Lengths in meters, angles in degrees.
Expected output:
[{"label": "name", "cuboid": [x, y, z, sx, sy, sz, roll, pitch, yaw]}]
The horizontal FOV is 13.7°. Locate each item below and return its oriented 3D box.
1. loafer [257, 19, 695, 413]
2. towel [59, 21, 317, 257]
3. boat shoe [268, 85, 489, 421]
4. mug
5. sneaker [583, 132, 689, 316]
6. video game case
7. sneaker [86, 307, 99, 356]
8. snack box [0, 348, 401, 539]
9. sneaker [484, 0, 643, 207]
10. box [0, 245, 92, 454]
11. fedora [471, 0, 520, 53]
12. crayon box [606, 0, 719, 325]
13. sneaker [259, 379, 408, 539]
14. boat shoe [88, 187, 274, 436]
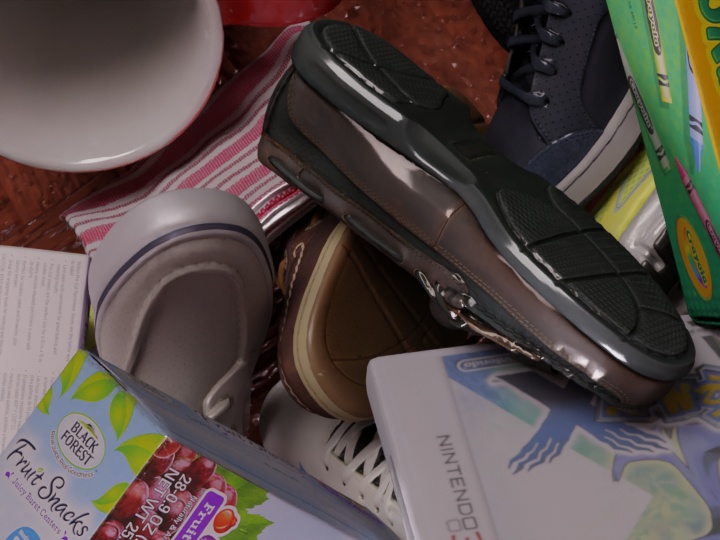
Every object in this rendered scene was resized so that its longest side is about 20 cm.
[{"label": "loafer", "cuboid": [0.039, -0.010, 1.094, 0.200, 0.072, 0.063, 45, 117, 26]}, {"label": "towel", "cuboid": [-0.057, -0.047, 1.248, 0.146, 0.030, 0.200, -38, 18, -2]}, {"label": "boat shoe", "cuboid": [0.000, 0.000, 1.184, 0.072, 0.072, 0.200, -25, 24, 30]}, {"label": "mug", "cuboid": [-0.105, -0.142, 1.340, 0.200, 0.177, 0.134, -92, 27, -59]}, {"label": "sneaker", "cuboid": [0.145, -0.059, 1.165, 0.200, 0.078, 0.090, -45, 35, -14]}, {"label": "video game case", "cuboid": [0.116, 0.082, 1.037, 0.199, 0.022, 0.183, -7, 41, -8]}, {"label": "sneaker", "cuboid": [-0.178, 0.020, 1.247, 0.200, 0.105, 0.076, -5, 50, 47]}, {"label": "snack box", "cuboid": [-0.087, 0.149, 1.037, 0.200, 0.169, 0.068, -52, 46, 4]}, {"label": "sneaker", "cuboid": [0.063, -0.119, 1.133, 0.203, 0.146, 0.077, -56, 25, 0]}, {"label": "box", "cuboid": [-0.131, 0.092, 1.135, 0.041, 0.039, 0.201, 5, 84, -2]}, {"label": "fedora", "cuboid": [0.123, -0.169, 1.223, 0.200, 0.201, 0.092, -32, 14, 4]}, {"label": "crayon box", "cuboid": [0.156, -0.092, 1.080, 0.118, 0.201, 0.058, -18, 6, -19]}, {"label": "sneaker", "cuboid": [0.028, 0.078, 1.124, 0.072, 0.073, 0.200, -49, 45, -11]}, {"label": "boat shoe", "cuboid": [-0.068, 0.051, 1.130, 0.071, 0.200, 0.070, -5, 54, -18]}]
